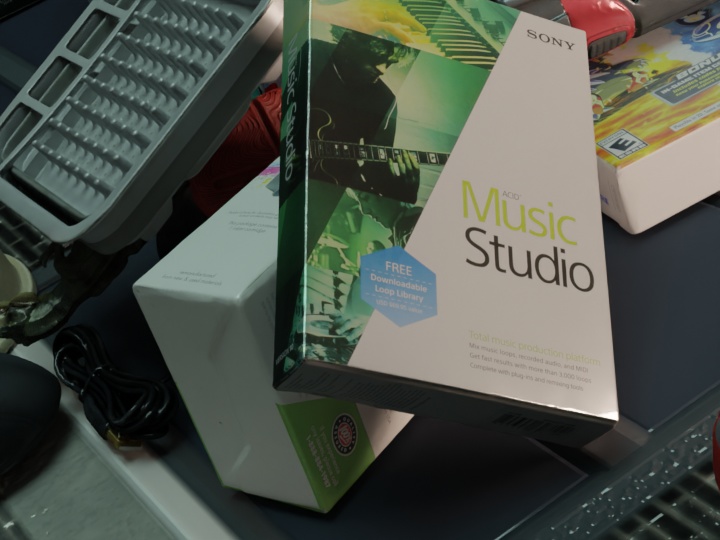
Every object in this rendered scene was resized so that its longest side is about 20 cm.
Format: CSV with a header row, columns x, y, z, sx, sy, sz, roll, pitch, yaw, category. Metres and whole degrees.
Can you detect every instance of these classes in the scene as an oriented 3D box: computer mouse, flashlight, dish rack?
x,y,z,sx,sy,sz,roll,pitch,yaw,category
-0.059,0.017,0.824,0.200,0.044,0.110,-29,29,-13,computer mouse
0.165,-0.167,0.871,0.200,0.068,0.068,-26,26,-6,flashlight
-0.111,-0.088,0.812,0.172,0.044,0.200,-52,30,-6,dish rack
-0.238,0.099,0.785,0.200,0.053,0.138,-39,32,-21,computer mouse

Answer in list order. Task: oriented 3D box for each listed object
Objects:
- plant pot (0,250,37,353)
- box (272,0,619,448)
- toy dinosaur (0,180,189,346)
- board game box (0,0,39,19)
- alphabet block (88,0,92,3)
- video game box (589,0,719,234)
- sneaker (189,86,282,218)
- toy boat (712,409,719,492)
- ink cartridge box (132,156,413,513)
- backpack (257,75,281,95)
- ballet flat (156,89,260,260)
x,y,z,sx,sy,sz,roll,pitch,yaw,category
-0.315,-0.023,0.918,0.200,0.184,0.201,-16,30,9,plant pot
0.036,-0.033,0.680,0.036,0.144,0.200,-45,39,51,box
-0.124,-0.037,0.855,0.200,0.047,0.088,-46,24,12,toy dinosaur
-0.389,-0.260,1.519,0.135,0.028,0.200,-31,30,-18,board game box
-0.154,-0.324,1.305,0.196,0.196,0.200,-20,28,-2,alphabet block
0.183,-0.110,0.877,0.200,0.047,0.182,-27,27,-11,video game box
-0.016,-0.054,0.864,0.200,0.079,0.116,-21,-10,-30,sneaker
0.213,0.029,0.535,0.199,0.131,0.131,-18,30,7,toy boat
0.000,0.000,0.739,0.067,0.117,0.200,6,37,40,ink cartridge box
-0.011,-0.197,0.980,0.154,0.191,0.200,-6,28,-12,backpack
-0.089,-0.053,0.936,0.073,0.073,0.200,-17,29,8,ballet flat
